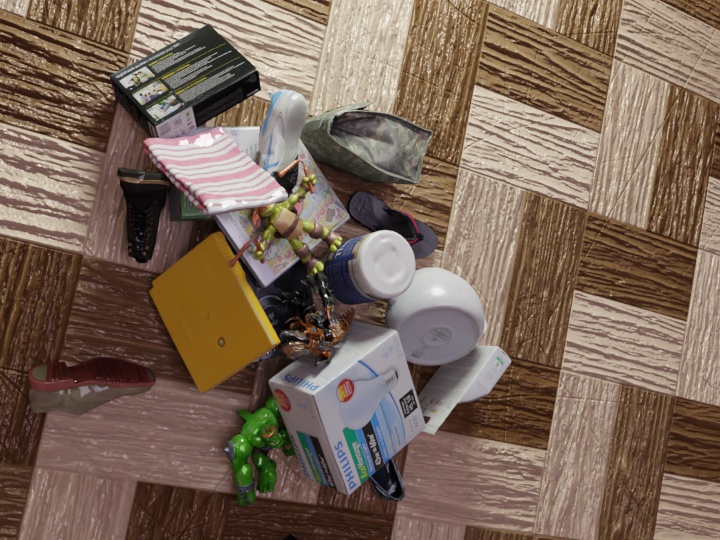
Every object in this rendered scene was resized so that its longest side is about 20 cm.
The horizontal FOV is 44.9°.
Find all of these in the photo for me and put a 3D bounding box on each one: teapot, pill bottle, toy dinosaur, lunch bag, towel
[{"bbox_3d":[0.134,0.067,1.598,0.193,0.148,0.202,-10,135,4],"label":"teapot"},{"bbox_3d":[0.000,0.000,1.498,0.109,0.199,0.114,4,81,-29],"label":"pill bottle"},{"bbox_3d":[-0.073,0.086,1.413,0.101,0.200,0.138,-27,83,11],"label":"toy dinosaur"},{"bbox_3d":[-0.003,-0.229,1.523,0.197,0.163,0.120,17,88,-25],"label":"lunch bag"},{"bbox_3d":[-0.220,-0.152,1.313,0.145,0.200,0.030,-16,136,-39],"label":"towel"}]

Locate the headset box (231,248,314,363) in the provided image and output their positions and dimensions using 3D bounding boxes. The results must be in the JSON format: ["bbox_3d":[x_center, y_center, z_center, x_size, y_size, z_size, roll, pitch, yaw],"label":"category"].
[{"bbox_3d":[-0.174,0.044,1.477,0.171,0.092,0.204,-13,94,-26],"label":"headset box"}]

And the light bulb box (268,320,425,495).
[{"bbox_3d":[-0.018,0.224,1.455,0.199,0.124,0.201,-34,116,-34],"label":"light bulb box"}]

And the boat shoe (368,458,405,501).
[{"bbox_3d":[0.020,0.334,1.584,0.074,0.062,0.203,-29,101,-21],"label":"boat shoe"}]

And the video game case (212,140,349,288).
[{"bbox_3d":[-0.137,-0.105,1.438,0.199,0.023,0.184,-40,104,-23],"label":"video game case"}]

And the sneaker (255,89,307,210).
[{"bbox_3d":[-0.137,-0.189,1.404,0.071,0.072,0.204,11,94,-52],"label":"sneaker"}]

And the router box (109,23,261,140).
[{"bbox_3d":[-0.282,-0.302,1.407,0.198,0.051,0.149,-34,61,-21],"label":"router box"}]

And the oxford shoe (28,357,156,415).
[{"bbox_3d":[-0.425,0.188,1.382,0.196,0.071,0.076,3,115,-27],"label":"oxford shoe"}]

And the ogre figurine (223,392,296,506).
[{"bbox_3d":[-0.158,0.292,1.486,0.199,0.098,0.121,-36,123,-6],"label":"ogre figurine"}]

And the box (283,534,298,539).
[{"bbox_3d":[-0.082,0.576,1.485,0.104,0.147,0.202,-36,105,-21],"label":"box"}]

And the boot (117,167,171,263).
[{"bbox_3d":[-0.336,-0.080,1.345,0.076,0.200,0.141,11,89,0],"label":"boot"}]

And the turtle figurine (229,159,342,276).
[{"bbox_3d":[-0.116,-0.061,1.392,0.161,0.064,0.202,39,77,-31],"label":"turtle figurine"}]

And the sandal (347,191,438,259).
[{"bbox_3d":[0.065,-0.081,1.619,0.198,0.045,0.076,29,77,-22],"label":"sandal"}]

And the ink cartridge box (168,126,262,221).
[{"bbox_3d":[-0.219,-0.161,1.462,0.196,0.084,0.148,-4,90,-25],"label":"ink cartridge box"}]

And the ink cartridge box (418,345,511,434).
[{"bbox_3d":[0.171,0.226,1.603,0.050,0.160,0.201,42,73,-15],"label":"ink cartridge box"}]

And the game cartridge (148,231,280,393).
[{"bbox_3d":[-0.237,0.069,1.392,0.202,0.175,0.032,61,28,8],"label":"game cartridge"}]
